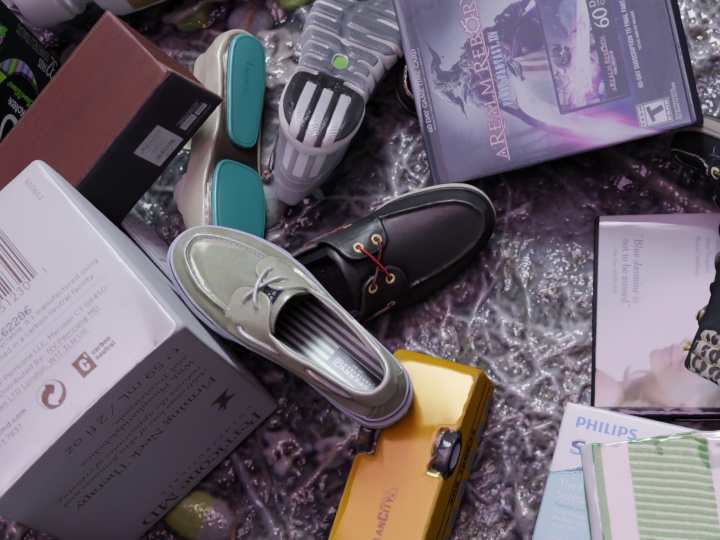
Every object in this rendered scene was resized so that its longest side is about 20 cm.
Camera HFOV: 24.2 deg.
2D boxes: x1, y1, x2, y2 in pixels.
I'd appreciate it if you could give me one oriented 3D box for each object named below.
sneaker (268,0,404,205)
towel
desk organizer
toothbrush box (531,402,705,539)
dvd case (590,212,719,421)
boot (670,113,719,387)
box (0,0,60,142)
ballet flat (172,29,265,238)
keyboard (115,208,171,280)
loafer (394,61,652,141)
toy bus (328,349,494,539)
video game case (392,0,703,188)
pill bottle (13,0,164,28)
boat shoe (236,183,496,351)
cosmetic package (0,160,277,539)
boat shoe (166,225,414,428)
[{"bbox_3d":[-0.025,-0.121,1.211,0.075,0.116,0.200,25,44,3],"label":"sneaker"},{"bbox_3d":[0.235,0.163,0.980,0.199,0.023,0.153,-7,71,8],"label":"towel"},{"bbox_3d":[-0.199,-0.077,1.181,0.200,0.072,0.077,-49,64,10],"label":"desk organizer"},{"bbox_3d":[0.178,0.198,1.038,0.146,0.085,0.201,11,76,18],"label":"toothbrush box"},{"bbox_3d":[0.253,0.030,1.111,0.199,0.018,0.143,-1,71,15],"label":"dvd case"},{"bbox_3d":[0.236,-0.009,1.062,0.154,0.073,0.204,-66,28,7],"label":"boot"},{"bbox_3d":[-0.332,-0.104,1.248,0.124,0.149,0.201,11,75,18],"label":"box"},{"bbox_3d":[-0.105,-0.079,1.230,0.069,0.069,0.201,-1,70,15],"label":"ballet flat"},{"bbox_3d":[-0.156,-0.024,1.222,0.011,0.056,0.200,-46,66,2],"label":"keyboard"},{"bbox_3d":[0.118,-0.138,1.176,0.199,0.071,0.073,3,73,16],"label":"loafer"},{"bbox_3d":[0.026,0.155,1.099,0.065,0.078,0.201,14,76,18],"label":"toy bus"},{"bbox_3d":[0.120,-0.145,1.121,0.200,0.019,0.143,-13,89,33],"label":"video game case"},{"bbox_3d":[-0.170,-0.258,1.274,0.199,0.114,0.115,-18,68,9],"label":"pill bottle"},{"bbox_3d":[0.001,0.003,1.155,0.201,0.063,0.074,-24,97,8],"label":"boat shoe"},{"bbox_3d":[-0.190,0.066,1.123,0.167,0.200,0.166,-44,66,-2],"label":"cosmetic package"},{"bbox_3d":[-0.046,0.026,1.086,0.200,0.062,0.072,33,74,20],"label":"boat shoe"}]
